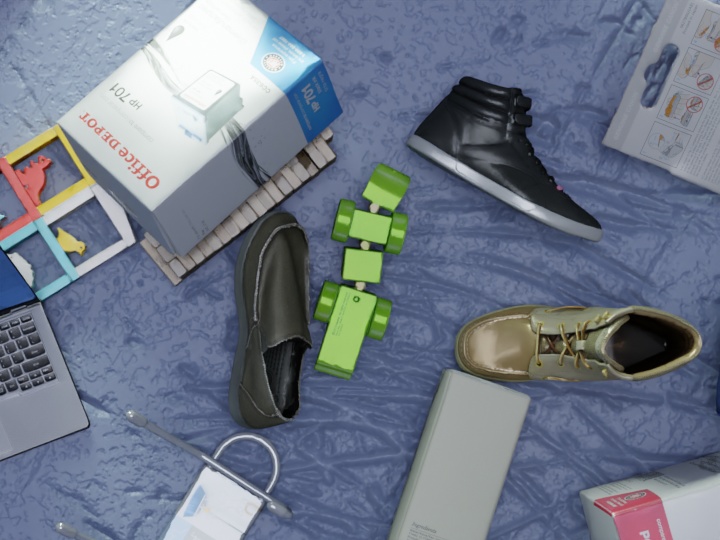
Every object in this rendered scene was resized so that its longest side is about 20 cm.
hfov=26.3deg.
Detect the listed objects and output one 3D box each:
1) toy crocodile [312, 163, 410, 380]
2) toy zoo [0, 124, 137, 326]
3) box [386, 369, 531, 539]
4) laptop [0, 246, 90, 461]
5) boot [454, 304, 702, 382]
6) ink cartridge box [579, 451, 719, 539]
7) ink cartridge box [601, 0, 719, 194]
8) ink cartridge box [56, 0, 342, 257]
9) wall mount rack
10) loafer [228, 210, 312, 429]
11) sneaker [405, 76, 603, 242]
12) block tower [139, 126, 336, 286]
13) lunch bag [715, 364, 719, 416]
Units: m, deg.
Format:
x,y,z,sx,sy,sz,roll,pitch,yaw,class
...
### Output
x,y,z,sx,sy,sz,roll,pitch,yaw,class
0.000,0.000,1.410,0.067,0.062,0.201,13,92,-3,toy crocodile
-0.296,-0.044,1.409,0.200,0.020,0.131,-33,90,-4,toy zoo
0.083,0.195,1.398,0.082,0.068,0.200,20,86,-3,box
-0.360,0.091,1.336,0.187,0.116,0.200,-20,101,-3,laptop
0.189,0.066,1.365,0.199,0.155,0.073,2,88,-3,boot
0.312,0.217,1.371,0.199,0.145,0.085,-15,90,-3,ink cartridge box
0.343,-0.153,1.411,0.200,0.050,0.161,22,109,0,ink cartridge box
-0.140,-0.134,1.353,0.200,0.086,0.146,-43,61,-13,ink cartridge box
-0.163,0.221,1.379,0.174,0.075,0.200,32,86,-1,wall mount rack
-0.069,0.047,1.384,0.075,0.070,0.201,-1,97,-44,loafer
0.151,-0.107,1.411,0.200,0.071,0.099,30,91,3,sneaker
-0.108,-0.067,1.404,0.200,0.058,0.054,-39,89,-3,block tower
0.393,0.070,1.355,0.135,0.200,0.133,6,85,2,lunch bag
